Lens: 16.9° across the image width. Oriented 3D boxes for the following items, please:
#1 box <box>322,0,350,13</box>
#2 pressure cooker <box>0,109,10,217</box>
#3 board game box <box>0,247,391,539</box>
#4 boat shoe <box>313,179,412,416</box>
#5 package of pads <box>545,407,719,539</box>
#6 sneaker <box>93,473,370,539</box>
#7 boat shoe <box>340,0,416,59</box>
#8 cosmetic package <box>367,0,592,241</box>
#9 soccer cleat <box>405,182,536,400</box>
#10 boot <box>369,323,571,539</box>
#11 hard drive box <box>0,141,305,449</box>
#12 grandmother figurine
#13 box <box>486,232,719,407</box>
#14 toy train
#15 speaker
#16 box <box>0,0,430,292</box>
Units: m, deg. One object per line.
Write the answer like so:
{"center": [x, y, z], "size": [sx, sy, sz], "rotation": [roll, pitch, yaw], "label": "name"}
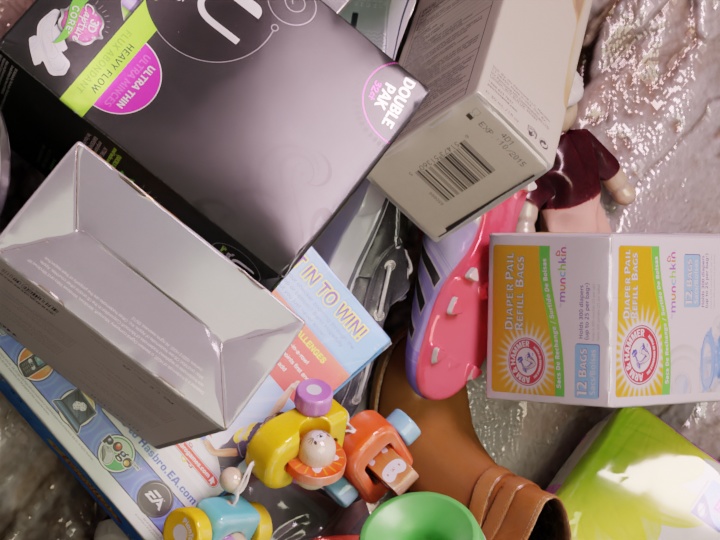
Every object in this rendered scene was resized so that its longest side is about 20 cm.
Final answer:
{"center": [-0.058, -0.224, 1.484], "size": [0.158, 0.048, 0.200], "rotation": [40, 77, -2], "label": "box"}
{"center": [-0.288, -0.058, 1.326], "size": [0.178, 0.200, 0.176], "rotation": [-28, 106, -23], "label": "pressure cooker"}
{"center": [-0.120, 0.034, 1.475], "size": [0.196, 0.056, 0.200], "rotation": [-41, 94, -15], "label": "board game box"}
{"center": [0.000, 0.000, 1.569], "size": [0.068, 0.072, 0.200], "rotation": [15, 92, -28], "label": "boat shoe"}
{"center": [0.181, 0.206, 1.668], "size": [0.154, 0.068, 0.200], "rotation": [36, 77, 4], "label": "package of pads"}
{"center": [-0.081, 0.158, 1.560], "size": [0.200, 0.077, 0.082], "rotation": [7, 68, -31], "label": "sneaker"}
{"center": [0.000, -0.183, 1.549], "size": [0.073, 0.067, 0.200], "rotation": [16, 75, 2], "label": "boat shoe"}
{"center": [0.077, -0.121, 1.515], "size": [0.071, 0.105, 0.200], "rotation": [43, 38, -20], "label": "cosmetic package"}
{"center": [0.062, -0.012, 1.586], "size": [0.067, 0.076, 0.200], "rotation": [25, 77, -43], "label": "soccer cleat"}
{"center": [0.073, 0.137, 1.578], "size": [0.077, 0.155, 0.200], "rotation": [-2, 94, -28], "label": "boot"}
{"center": [-0.133, 0.020, 1.341], "size": [0.156, 0.200, 0.077], "rotation": [39, 75, -8], "label": "hard drive box"}
{"center": [0.140, -0.048, 1.652], "size": [0.121, 0.060, 0.200], "rotation": [-28, 109, -52], "label": "grandmother figurine"}
{"center": [0.182, 0.030, 1.585], "size": [0.200, 0.101, 0.113], "rotation": [1, 91, -47], "label": "box"}
{"center": [-0.037, 0.148, 1.462], "size": [0.200, 0.056, 0.150], "rotation": [-42, 147, -15], "label": "toy train"}
{"center": [0.045, 0.231, 1.524], "size": [0.088, 0.088, 0.200], "rotation": [-31, 139, -22], "label": "speaker"}
{"center": [-0.091, -0.094, 1.364], "size": [0.200, 0.124, 0.149], "rotation": [40, 69, -3], "label": "box"}
